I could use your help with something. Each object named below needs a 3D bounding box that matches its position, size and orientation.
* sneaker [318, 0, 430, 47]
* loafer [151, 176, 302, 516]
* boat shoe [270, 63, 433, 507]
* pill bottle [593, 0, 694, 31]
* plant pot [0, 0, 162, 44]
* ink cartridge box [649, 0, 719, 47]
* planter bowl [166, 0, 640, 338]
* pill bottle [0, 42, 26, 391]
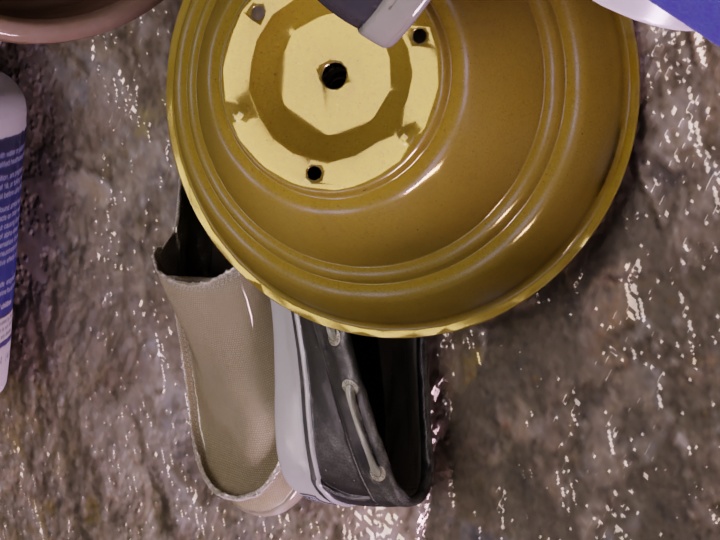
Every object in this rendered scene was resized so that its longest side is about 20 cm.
[{"bbox_3d":[0.010,-0.180,1.085,0.106,0.200,0.075,35,135,-8],"label":"sneaker"},{"bbox_3d":[-0.054,0.010,1.272,0.076,0.068,0.200,10,103,43],"label":"loafer"},{"bbox_3d":[0.000,0.000,1.223,0.064,0.071,0.200,2,103,42],"label":"boat shoe"},{"bbox_3d":[0.132,-0.187,1.031,0.111,0.111,0.200,41,123,33],"label":"pill bottle"},{"bbox_3d":[-0.174,-0.204,1.295,0.175,0.200,0.200,15,107,59],"label":"plant pot"},{"bbox_3d":[0.129,-0.171,0.954,0.198,0.047,0.200,33,114,-4],"label":"ink cartridge box"},{"bbox_3d":[0.001,-0.073,1.140,0.200,0.083,0.200,0,90,20],"label":"planter bowl"},{"bbox_3d":[-0.216,-0.040,1.395,0.111,0.111,0.200,19,109,42],"label":"pill bottle"}]
